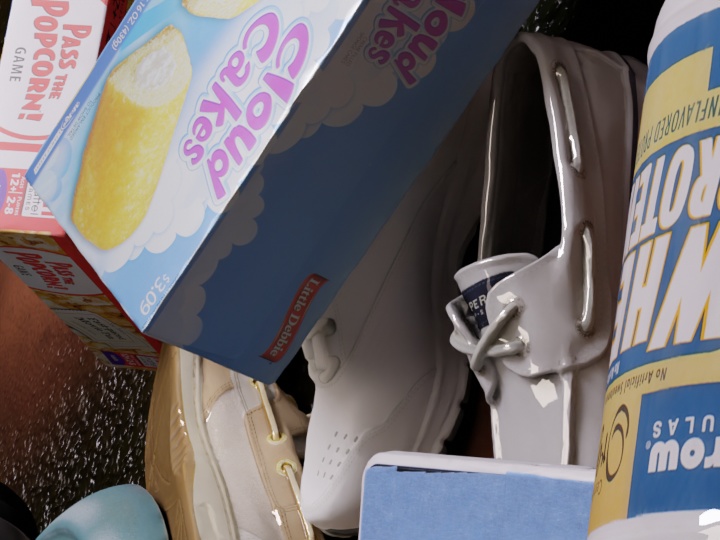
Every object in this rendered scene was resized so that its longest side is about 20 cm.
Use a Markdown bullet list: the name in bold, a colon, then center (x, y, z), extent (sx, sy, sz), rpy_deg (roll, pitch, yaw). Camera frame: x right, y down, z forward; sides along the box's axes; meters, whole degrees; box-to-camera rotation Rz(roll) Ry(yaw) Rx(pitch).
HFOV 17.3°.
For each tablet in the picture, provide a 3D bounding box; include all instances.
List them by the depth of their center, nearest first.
- **tablet**: center (0.039, 0.161, 0.754), extent (0.130, 0.014, 0.202), rpy_deg (0, 85, 50)

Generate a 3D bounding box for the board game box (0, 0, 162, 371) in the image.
- **board game box**: center (-0.110, -0.055, 1.059), extent (0.200, 0.046, 0.153), rpy_deg (59, -143, -69)

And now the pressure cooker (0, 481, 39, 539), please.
- **pressure cooker**: center (-0.231, 0.183, 1.137), extent (0.176, 0.178, 0.201), rpy_deg (-45, 40, 38)

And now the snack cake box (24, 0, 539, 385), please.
- **snack cake box**: center (-0.024, -0.076, 0.841), extent (0.201, 0.067, 0.115), rpy_deg (-56, 41, 11)

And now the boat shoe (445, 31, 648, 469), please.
- **boat shoe**: center (0.062, 0.014, 0.796), extent (0.072, 0.065, 0.201), rpy_deg (-18, 58, 58)

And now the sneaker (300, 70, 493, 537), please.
- **sneaker**: center (0.000, 0.000, 0.902), extent (0.074, 0.087, 0.201), rpy_deg (-6, 70, 59)

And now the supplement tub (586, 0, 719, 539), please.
- **supplement tub**: center (0.130, 0.032, 0.566), extent (0.144, 0.144, 0.201), rpy_deg (-19, 58, 58)

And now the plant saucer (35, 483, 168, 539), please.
- **plant saucer**: center (-0.125, 0.182, 0.954), extent (0.200, 0.027, 0.201), rpy_deg (-47, 34, 47)

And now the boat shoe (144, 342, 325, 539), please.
- **boat shoe**: center (-0.047, 0.083, 0.963), extent (0.201, 0.069, 0.074), rpy_deg (-103, 23, -53)
